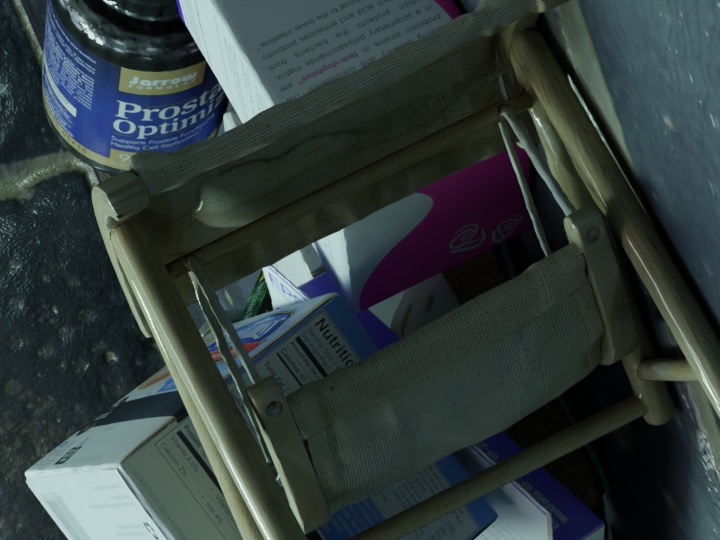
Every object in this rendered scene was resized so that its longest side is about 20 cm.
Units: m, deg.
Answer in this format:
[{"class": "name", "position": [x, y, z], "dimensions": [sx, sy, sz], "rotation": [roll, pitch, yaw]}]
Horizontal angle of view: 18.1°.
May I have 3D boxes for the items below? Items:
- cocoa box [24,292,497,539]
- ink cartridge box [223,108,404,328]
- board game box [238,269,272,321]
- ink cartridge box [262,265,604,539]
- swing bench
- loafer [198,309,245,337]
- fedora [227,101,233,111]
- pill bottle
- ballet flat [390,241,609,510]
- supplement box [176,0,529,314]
[{"class": "cocoa box", "position": [-0.052, 0.106, 1.068], "dimensions": [0.134, 0.131, 0.200], "rotation": [54, 160, -7]}, {"class": "ink cartridge box", "position": [0.000, 0.000, 1.325], "dimensions": [0.200, 0.083, 0.145], "rotation": [63, 170, 15]}, {"class": "board game box", "position": [-0.032, 0.052, 1.407], "dimensions": [0.105, 0.023, 0.200], "rotation": [54, -158, -16]}, {"class": "ink cartridge box", "position": [0.037, 0.093, 1.109], "dimensions": [0.198, 0.043, 0.200], "rotation": [41, 159, 25]}, {"class": "swing bench", "position": [0.019, 0.013, 0.913], "dimensions": [0.201, 0.198, 0.130], "rotation": [65, 169, -2]}, {"class": "loafer", "position": [-0.047, 0.122, 1.413], "dimensions": [0.200, 0.075, 0.070], "rotation": [55, -159, -11]}, {"class": "fedora", "position": [-0.103, -0.175, 1.419], "dimensions": [0.201, 0.090, 0.177], "rotation": [66, 170, -3]}, {"class": "pill bottle", "position": [-0.119, -0.142, 1.251], "dimensions": [0.112, 0.112, 0.200], "rotation": [62, 161, 18]}, {"class": "ballet flat", "position": [0.059, 0.043, 1.152], "dimensions": [0.068, 0.072, 0.201], "rotation": [-148, 35, -77]}, {"class": "supplement box", "position": [-0.008, -0.098, 1.076], "dimensions": [0.200, 0.101, 0.103], "rotation": [60, 170, 28]}]
